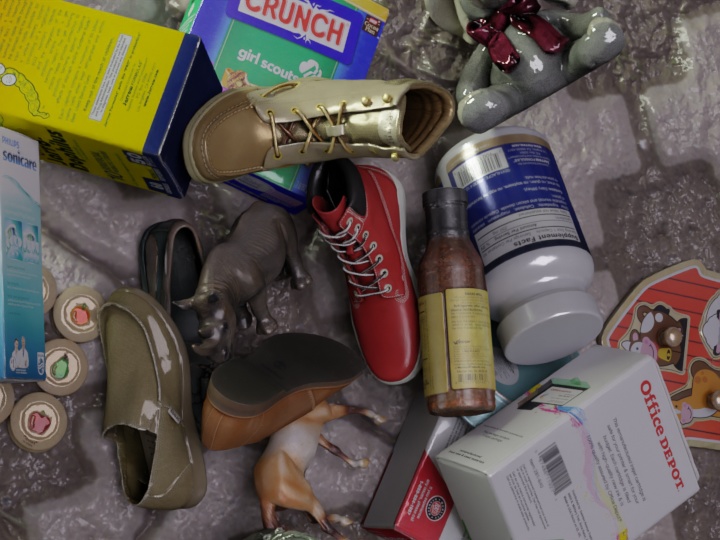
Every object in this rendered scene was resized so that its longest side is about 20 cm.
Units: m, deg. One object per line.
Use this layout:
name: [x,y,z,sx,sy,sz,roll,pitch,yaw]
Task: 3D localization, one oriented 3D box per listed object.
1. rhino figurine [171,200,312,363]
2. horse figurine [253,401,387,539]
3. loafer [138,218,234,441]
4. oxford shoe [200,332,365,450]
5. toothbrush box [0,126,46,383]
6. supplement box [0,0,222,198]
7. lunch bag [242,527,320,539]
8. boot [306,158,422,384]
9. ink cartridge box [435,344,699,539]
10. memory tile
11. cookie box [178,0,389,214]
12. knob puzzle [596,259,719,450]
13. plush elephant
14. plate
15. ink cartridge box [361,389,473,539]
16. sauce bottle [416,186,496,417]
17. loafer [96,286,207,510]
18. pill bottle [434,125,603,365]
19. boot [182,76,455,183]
rhino figurine: [-0.104,0.012,1.437,0.200,0.060,0.088,-56,132,-51]
horse figurine: [-0.049,0.171,1.473,0.132,0.050,0.200,30,53,-23]
loafer: [-0.149,0.053,1.464,0.072,0.063,0.201,-14,89,-25]
oxford shoe: [-0.071,0.104,1.438,0.071,0.071,0.200,37,30,25]
toothbrush box: [-0.336,-0.007,1.330,0.146,0.085,0.201,-5,85,12]
supplement box: [-0.231,-0.149,1.386,0.199,0.109,0.110,16,76,10]
lunch bag: [-0.078,0.302,1.324,0.200,0.168,0.140,-34,100,-21]
boot: [0.000,0.000,1.464,0.072,0.144,0.201,-12,80,20]
ink cartridge box: [0.186,0.178,1.474,0.200,0.084,0.145,-32,111,-24]
memory tile: [-0.322,0.053,1.417,0.200,0.017,0.154,25,74,-18]
cookie box: [-0.087,-0.178,1.512,0.171,0.075,0.201,24,75,-19]
knob puzzle: [0.331,0.085,1.684,0.219,0.030,0.220,3,83,-22]
plush elephant: [0.143,-0.233,1.565,0.164,0.200,0.155,-29,92,10]
plate: [0.142,0.080,1.554,0.200,0.026,0.201,23,45,-25]
ink cartridge box: [0.124,0.216,1.550,0.200,0.084,0.145,29,73,-16]
sauce bottle: [0.083,0.027,1.472,0.066,0.066,0.201,3,78,-23]
loafer: [-0.185,0.113,1.429,0.067,0.076,0.201,-18,91,-48]
pill bottle: [0.147,-0.022,1.536,0.115,0.116,0.200,-4,60,-23]
boot: [-0.033,-0.116,1.376,0.200,0.155,0.073,-22,112,-46]
